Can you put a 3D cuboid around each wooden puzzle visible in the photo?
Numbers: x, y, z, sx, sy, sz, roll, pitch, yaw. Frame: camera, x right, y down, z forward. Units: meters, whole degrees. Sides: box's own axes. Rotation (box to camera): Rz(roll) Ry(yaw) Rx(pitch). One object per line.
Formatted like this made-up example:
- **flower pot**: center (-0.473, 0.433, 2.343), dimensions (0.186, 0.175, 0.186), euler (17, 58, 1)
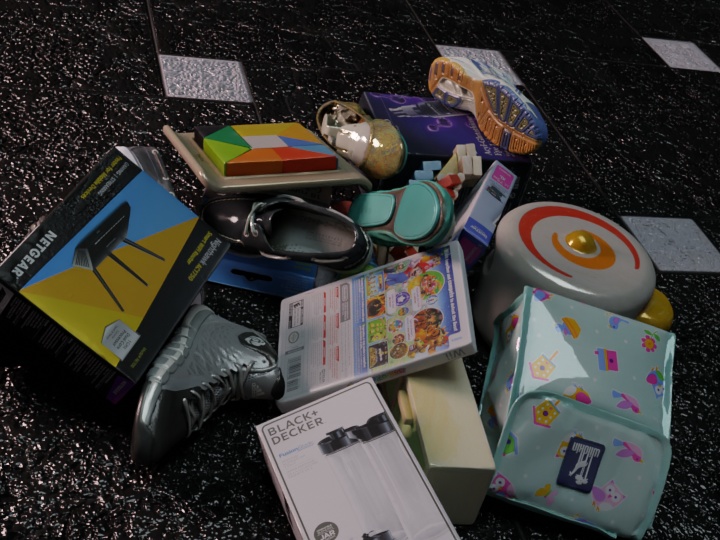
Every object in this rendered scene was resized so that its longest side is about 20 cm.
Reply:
- **wooden puzzle**: center (-0.106, -0.132, 1.142), dimensions (0.197, 0.038, 0.185), euler (-1, 24, -25)

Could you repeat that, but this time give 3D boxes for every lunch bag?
- **lunch bag**: center (0.200, 0.139, 0.962), dimensions (0.168, 0.122, 0.202), euler (18, 59, -7)

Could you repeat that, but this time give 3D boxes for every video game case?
- **video game case**: center (0.011, 0.053, 0.993), dimensions (0.198, 0.018, 0.144), euler (-19, 39, 15)

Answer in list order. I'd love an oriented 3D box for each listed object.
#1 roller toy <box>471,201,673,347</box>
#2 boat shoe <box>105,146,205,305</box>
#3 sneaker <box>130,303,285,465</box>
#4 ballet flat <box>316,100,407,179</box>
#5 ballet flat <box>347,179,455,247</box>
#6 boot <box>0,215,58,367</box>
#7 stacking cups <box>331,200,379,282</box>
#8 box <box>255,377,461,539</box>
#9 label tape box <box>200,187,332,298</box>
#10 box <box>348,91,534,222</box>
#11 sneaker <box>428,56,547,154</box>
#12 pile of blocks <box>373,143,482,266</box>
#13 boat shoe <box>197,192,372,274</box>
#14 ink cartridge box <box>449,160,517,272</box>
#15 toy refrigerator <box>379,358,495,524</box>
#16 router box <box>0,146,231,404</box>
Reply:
- **roller toy**: center (0.223, 0.018, 1.119), dimensions (0.180, 0.141, 0.201), euler (-6, 42, -26)
- **boat shoe**: center (-0.200, -0.047, 1.069), dimensions (0.066, 0.070, 0.201), euler (-17, 66, -35)
- **sneaker**: center (-0.128, 0.106, 0.924), dimensions (0.114, 0.076, 0.201), euler (15, 35, 1)
- **ballet flat**: center (-0.007, -0.159, 1.221), dimensions (0.070, 0.072, 0.200), euler (0, 23, -20)
- **ballet flat**: center (0.058, -0.054, 1.056), dimensions (0.070, 0.068, 0.199), euler (18, -5, -26)
- **boot**: center (-0.302, 0.007, 0.983), dimensions (0.209, 0.080, 0.158), euler (-3, 46, -41)
- **stacking cups**: center (0.000, 0.000, 1.122), dimensions (0.060, 0.061, 0.201), euler (6, 39, -13)
- **box**: center (-0.001, 0.195, 0.839), dimensions (0.115, 0.061, 0.201), euler (-21, 45, -10)
- **label tape box**: center (-0.108, -0.062, 1.165), dimensions (0.142, 0.064, 0.201), euler (12, 36, -5)
- **box**: center (0.097, -0.141, 1.313), dimensions (0.197, 0.105, 0.149), euler (2, 39, -19)
- **sneaker**: center (0.177, -0.220, 1.294), dimensions (0.087, 0.076, 0.200), euler (-15, 47, -36)
- **pile of blocks**: center (0.072, -0.079, 1.173), dimensions (0.082, 0.062, 0.201), euler (34, 74, 1)
- **boat shoe**: center (-0.084, -0.047, 1.068), dimensions (0.197, 0.060, 0.077), euler (8, 78, 12)
- **ink cartridge box**: center (0.114, -0.032, 1.160), dimensions (0.042, 0.120, 0.200), euler (36, 37, -1)
- **toy refrigerator**: center (0.063, 0.133, 0.962), dimensions (0.069, 0.077, 0.201), euler (5, 38, -14)
- **router box**: center (-0.223, -0.001, 0.926), dimensions (0.149, 0.051, 0.201), euler (40, 42, -11)
